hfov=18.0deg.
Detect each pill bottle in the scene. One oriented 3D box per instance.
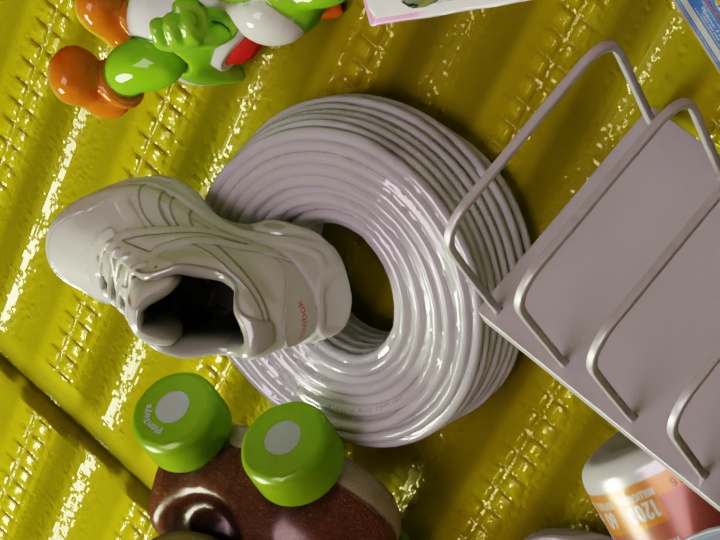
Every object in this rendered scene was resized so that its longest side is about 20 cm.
[{"bbox_3d":[0.206,0.162,1.169,0.112,0.112,0.201,-29,92,41],"label":"pill bottle"}]

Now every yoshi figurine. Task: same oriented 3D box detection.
[{"bbox_3d":[-0.093,-0.158,1.256,0.199,0.112,0.113,-17,93,38],"label":"yoshi figurine"}]

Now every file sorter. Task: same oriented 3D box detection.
[{"bbox_3d":[0.159,0.010,1.070,0.200,0.125,0.139,39,86,25],"label":"file sorter"}]

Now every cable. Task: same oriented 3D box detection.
[{"bbox_3d":[0.000,0.000,1.279,0.200,0.069,0.200,42,130,14],"label":"cable"}]

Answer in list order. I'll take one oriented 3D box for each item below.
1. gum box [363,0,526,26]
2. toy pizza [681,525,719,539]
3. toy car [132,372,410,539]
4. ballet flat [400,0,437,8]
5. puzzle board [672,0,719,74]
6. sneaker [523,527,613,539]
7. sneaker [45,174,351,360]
[{"bbox_3d":[0.096,-0.174,1.096,0.199,0.113,0.067,-4,108,38],"label":"gum box"},{"bbox_3d":[0.229,0.176,1.054,0.199,0.032,0.201,20,143,16],"label":"toy pizza"},{"bbox_3d":[-0.080,0.191,1.306,0.157,0.201,0.165,13,151,33],"label":"toy car"},{"bbox_3d":[0.079,-0.200,0.993,0.074,0.074,0.201,23,87,27],"label":"ballet flat"},{"bbox_3d":[0.235,-0.067,1.046,0.200,0.017,0.151,55,160,-13],"label":"puzzle board"},{"bbox_3d":[0.150,0.222,1.232,0.200,0.114,0.076,41,114,13],"label":"sneaker"},{"bbox_3d":[-0.108,0.002,1.250,0.199,0.099,0.078,11,115,34],"label":"sneaker"}]
